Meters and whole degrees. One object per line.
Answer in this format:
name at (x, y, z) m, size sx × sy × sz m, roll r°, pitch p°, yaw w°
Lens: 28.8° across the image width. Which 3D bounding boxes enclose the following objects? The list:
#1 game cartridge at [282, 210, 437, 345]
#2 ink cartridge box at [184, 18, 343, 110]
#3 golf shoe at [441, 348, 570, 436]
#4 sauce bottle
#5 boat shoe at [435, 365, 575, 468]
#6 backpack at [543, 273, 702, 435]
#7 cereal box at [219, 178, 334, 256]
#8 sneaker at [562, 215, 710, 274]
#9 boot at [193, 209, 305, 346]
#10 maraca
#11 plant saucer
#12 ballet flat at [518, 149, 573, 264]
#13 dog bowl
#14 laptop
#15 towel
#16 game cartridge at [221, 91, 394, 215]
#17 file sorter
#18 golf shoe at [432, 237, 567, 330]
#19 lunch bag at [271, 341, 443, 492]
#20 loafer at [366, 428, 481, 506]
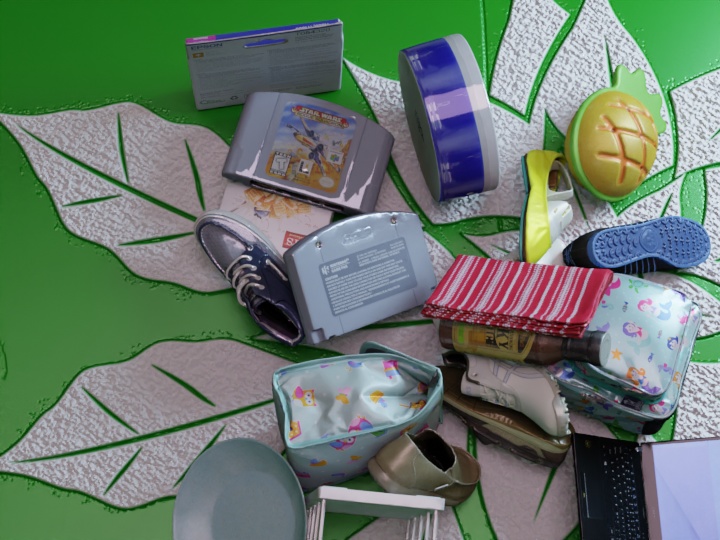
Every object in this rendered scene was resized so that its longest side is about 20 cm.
game cartridge at (0.000, 0.000, 1.721) m, size 0.200 × 0.040 × 0.134 m, roll -18°, pitch 98°, yaw -34°
ink cartridge box at (-0.121, -0.272, 1.777) m, size 0.196 × 0.200 × 0.043 m, roll -8°, pitch 73°, yaw -5°
golf shoe at (0.172, 0.141, 1.668) m, size 0.097 × 0.079 × 0.200 m, roll -23°, pitch 39°, yaw -16°
sauce bottle at (0.191, 0.076, 1.631) m, size 0.199 × 0.065 × 0.065 m, roll 7°, pitch 70°, yaw 26°
boat shoe at (0.162, 0.183, 1.708) m, size 0.200 × 0.066 × 0.072 m, roll 24°, pitch 35°, yaw 17°
backpack at (0.302, 0.089, 1.706) m, size 0.199 × 0.151 × 0.178 m, roll 18°, pitch 67°, yaw 11°
cereal box at (-0.099, -0.108, 1.809) m, size 0.143 × 0.040 × 0.201 m, roll 13°, pitch 72°, yaw 2°
sneaker at (0.350, -0.030, 1.781) m, size 0.199 × 0.078 × 0.070 m, roll -2°, pitch 85°, yaw -29°
boot at (-0.132, 0.007, 1.721) m, size 0.200 × 0.090 × 0.073 m, roll 39°, pitch 113°, yaw -1°
maraca at (0.334, -0.177, 1.810) m, size 0.137 × 0.107 × 0.200 m, roll 51°, pitch 57°, yaw -24°
plant saucer at (-0.134, 0.298, 1.646) m, size 0.200 × 0.039 × 0.202 m, roll -7°, pitch 78°, yaw 32°
ballet flat at (0.234, -0.085, 1.762) m, size 0.067 × 0.067 × 0.200 m, roll -3°, pitch 42°, yaw 11°
dog bowl at (0.110, -0.190, 1.757) m, size 0.079 × 0.200 × 0.201 m, roll -15°, pitch 73°, yaw -3°
laptop at (0.357, 0.280, 1.660) m, size 0.200 × 0.103 × 0.178 m, roll 13°, pitch 66°, yaw -40°
towel at (0.185, 0.025, 1.636) m, size 0.199 × 0.023 × 0.145 m, roll 7°, pitch 30°, yaw 22°
game cartridge at (-0.064, -0.153, 1.785) m, size 0.199 × 0.042 × 0.134 m, roll 16°, pitch 77°, yaw 0°
file sorter at (0.005, 0.319, 1.588) m, size 0.138 × 0.200 × 0.125 m, roll 7°, pitch 77°, yaw -6°
golf shoe at (0.183, 0.016, 1.752) m, size 0.200 × 0.092 × 0.075 m, roll -33°, pitch 75°, yaw -13°
lunch bag at (0.003, 0.169, 1.654) m, size 0.199 × 0.171 × 0.122 m, roll -14°, pitch 64°, yaw -5°
loafer at (0.089, 0.227, 1.632) m, size 0.067 × 0.200 × 0.076 m, roll -48°, pitch 62°, yaw 20°
